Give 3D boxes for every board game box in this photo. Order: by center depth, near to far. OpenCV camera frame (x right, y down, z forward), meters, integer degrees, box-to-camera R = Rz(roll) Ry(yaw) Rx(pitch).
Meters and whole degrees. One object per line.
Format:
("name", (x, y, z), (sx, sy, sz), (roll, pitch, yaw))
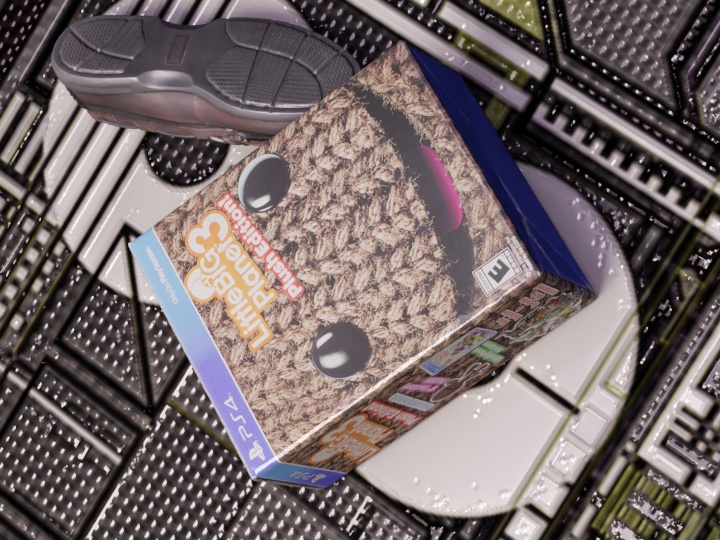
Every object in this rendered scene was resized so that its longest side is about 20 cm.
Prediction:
("board game box", (0.000, 0.000, 1.367), (0.199, 0.097, 0.160), (-36, 70, 15))

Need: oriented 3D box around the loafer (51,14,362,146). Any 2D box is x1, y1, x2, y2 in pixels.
("loafer", (-0.085, -0.108, 1.452), (0.198, 0.063, 0.072), (10, 56, 21))
